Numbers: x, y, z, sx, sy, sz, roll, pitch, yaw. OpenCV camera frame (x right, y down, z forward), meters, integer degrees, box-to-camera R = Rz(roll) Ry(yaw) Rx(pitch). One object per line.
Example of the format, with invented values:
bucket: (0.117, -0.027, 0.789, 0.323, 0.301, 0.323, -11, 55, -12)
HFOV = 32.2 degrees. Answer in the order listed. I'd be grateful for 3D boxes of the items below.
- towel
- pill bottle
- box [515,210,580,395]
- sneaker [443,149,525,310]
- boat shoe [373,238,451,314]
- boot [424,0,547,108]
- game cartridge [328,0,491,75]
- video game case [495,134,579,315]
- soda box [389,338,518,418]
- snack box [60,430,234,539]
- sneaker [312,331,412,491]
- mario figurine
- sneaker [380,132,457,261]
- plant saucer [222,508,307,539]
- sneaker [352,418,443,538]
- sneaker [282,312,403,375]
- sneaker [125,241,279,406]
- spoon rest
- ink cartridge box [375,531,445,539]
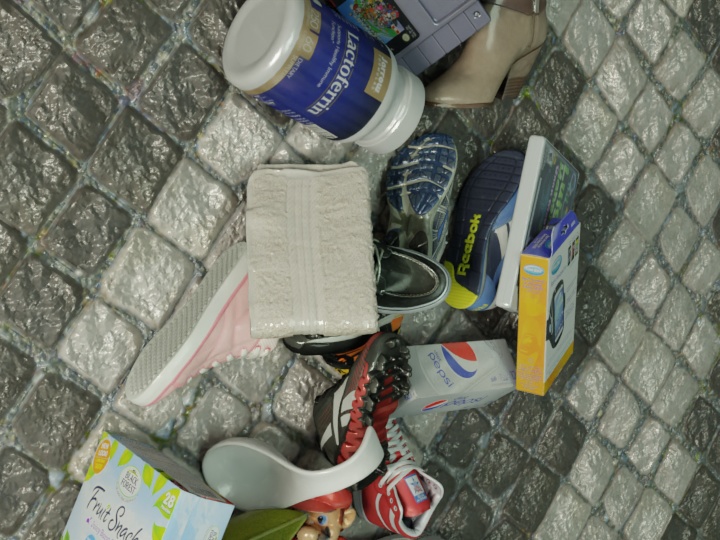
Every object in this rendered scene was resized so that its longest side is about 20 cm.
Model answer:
towel: (-0.050, -0.024, 1.262, 0.131, 0.035, 0.202, -2, 60, -5)
pill bottle: (-0.033, -0.201, 1.280, 0.199, 0.115, 0.117, 25, 85, -38)
box: (0.222, 0.031, 1.477, 0.119, 0.041, 0.202, -40, 133, -55)
sneaker: (0.158, -0.045, 1.492, 0.082, 0.074, 0.202, 22, 87, -47)
boat shoe: (0.000, 0.000, 1.315, 0.198, 0.071, 0.073, 9, 77, -2)
boot: (0.144, -0.265, 1.418, 0.199, 0.070, 0.148, -19, 124, -51)
game cartridge: (0.035, -0.302, 1.320, 0.129, 0.039, 0.200, -37, 123, 10)
video game case: (0.216, -0.043, 1.503, 0.182, 0.023, 0.202, 22, 79, -66)
soda box: (0.098, 0.125, 1.452, 0.199, 0.068, 0.064, 0, 64, -46)
snack box: (-0.216, 0.263, 1.190, 0.067, 0.199, 0.170, 24, 87, -34)
sneaker: (-0.005, 0.139, 1.343, 0.070, 0.098, 0.202, -18, 134, -38)
mario figurine: (-0.057, 0.319, 1.382, 0.122, 0.106, 0.202, -7, 110, -23)
sneaker: (0.066, -0.059, 1.423, 0.085, 0.076, 0.202, 53, 51, -63)
plant saucer: (-0.164, 0.324, 1.273, 0.201, 0.048, 0.200, -55, 160, 16)
sneaker: (0.034, 0.211, 1.425, 0.071, 0.112, 0.202, -22, 113, -31)
sneaker: (-0.017, 0.081, 1.360, 0.199, 0.070, 0.091, -18, 127, -55)
sneaker: (-0.146, 0.078, 1.281, 0.105, 0.075, 0.201, 48, 67, -29)
spoon rest: (-0.076, 0.209, 1.308, 0.061, 0.198, 0.100, -70, 142, -56)
ink cartridge box: (0.047, 0.425, 1.481, 0.145, 0.082, 0.203, -1, 101, -54)
